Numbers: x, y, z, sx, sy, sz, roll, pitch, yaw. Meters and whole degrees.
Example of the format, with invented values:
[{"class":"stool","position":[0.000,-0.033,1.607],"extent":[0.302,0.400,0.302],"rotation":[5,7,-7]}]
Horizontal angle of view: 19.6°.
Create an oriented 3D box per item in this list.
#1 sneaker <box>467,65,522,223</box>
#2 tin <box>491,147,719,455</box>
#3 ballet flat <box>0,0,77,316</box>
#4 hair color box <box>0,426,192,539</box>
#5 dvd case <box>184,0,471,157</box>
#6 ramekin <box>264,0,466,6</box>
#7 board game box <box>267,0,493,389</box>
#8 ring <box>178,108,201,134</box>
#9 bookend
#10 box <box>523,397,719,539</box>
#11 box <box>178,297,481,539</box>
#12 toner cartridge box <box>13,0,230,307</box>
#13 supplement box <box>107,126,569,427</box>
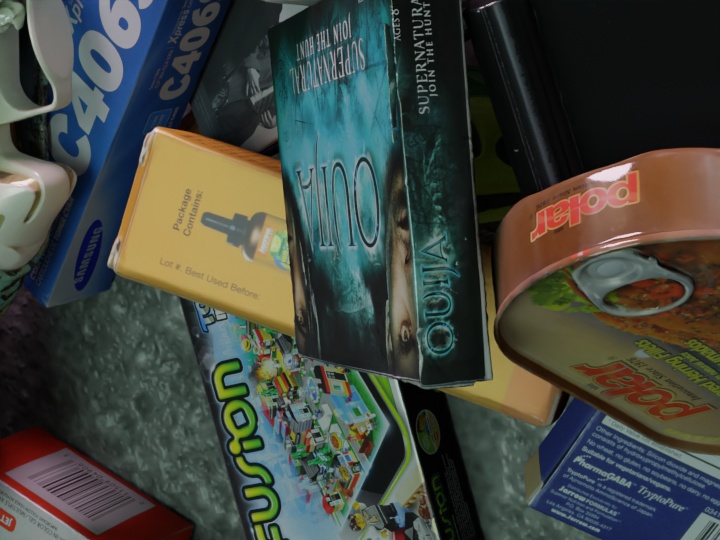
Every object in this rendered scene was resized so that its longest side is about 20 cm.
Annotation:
[{"class":"sneaker","position":[0.100,-0.056,0.831],"extent":[0.200,0.084,0.074],"rotation":[8,125,11]},{"class":"tin","position":[0.121,0.015,0.702],"extent":[0.112,0.200,0.042],"rotation":[-24,58,27]},{"class":"ballet flat","position":[-0.156,-0.062,0.910],"extent":[0.074,0.074,0.200],"rotation":[13,114,30]},{"class":"hair color box","position":[-0.169,0.196,1.071],"extent":[0.111,0.064,0.200],"rotation":[28,116,24]},{"class":"dvd case","position":[-0.020,-0.145,0.881],"extent":[0.200,0.025,0.151],"rotation":[-26,84,42]},{"class":"ramekin","position":[-0.016,-0.192,0.785],"extent":[0.202,0.094,0.203],"rotation":[11,108,39]},{"class":"board game box","position":[0.003,-0.031,0.745],"extent":[0.200,0.028,0.136],"rotation":[180,85,-77]},{"class":"ring","position":[-0.115,-0.125,0.991],"extent":[0.200,0.019,0.201],"rotation":[9,106,31]},{"class":"bookend","position":[0.171,-0.101,0.695],"extent":[0.200,0.199,0.092],"rotation":[-4,119,32]},{"class":"box","position":[0.165,0.037,0.805],"extent":[0.121,0.032,0.200],"rotation":[25,120,-12]},{"class":"box","position":[-0.017,0.060,0.959],"extent":[0.110,0.035,0.200],"rotation":[-14,93,34]},{"class":"toner cartridge box","position":[-0.127,-0.088,0.949],"extent":[0.095,0.043,0.200],"rotation":[46,130,25]},{"class":"supplement box","position":[0.000,0.000,0.880],"extent":[0.200,0.069,0.067],"rotation":[20,99,8]}]
